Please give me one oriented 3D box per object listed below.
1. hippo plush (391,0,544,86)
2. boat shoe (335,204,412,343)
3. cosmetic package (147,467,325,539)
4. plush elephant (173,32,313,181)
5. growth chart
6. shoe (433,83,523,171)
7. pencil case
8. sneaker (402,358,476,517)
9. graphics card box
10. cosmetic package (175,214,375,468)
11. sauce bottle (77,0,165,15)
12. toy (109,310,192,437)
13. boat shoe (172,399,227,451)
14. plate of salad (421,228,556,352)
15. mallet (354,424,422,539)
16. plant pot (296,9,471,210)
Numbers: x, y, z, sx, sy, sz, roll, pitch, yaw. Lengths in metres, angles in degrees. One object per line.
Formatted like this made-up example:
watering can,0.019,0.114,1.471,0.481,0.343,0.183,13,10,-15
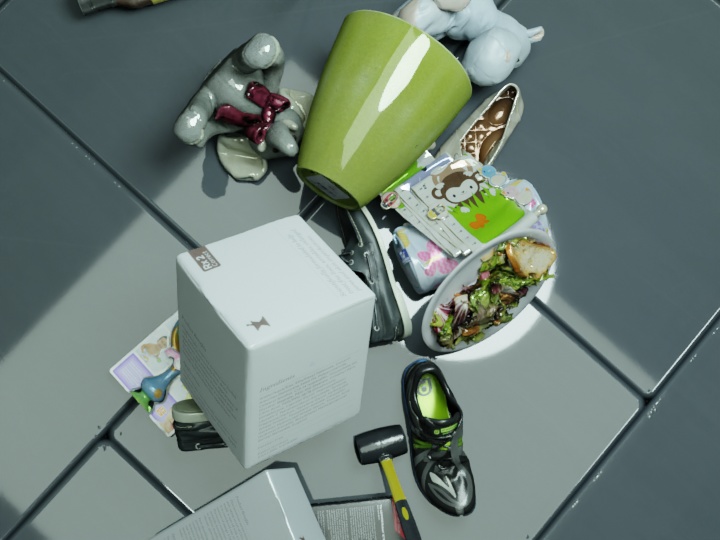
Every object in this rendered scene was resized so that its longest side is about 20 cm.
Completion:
hippo plush,0.138,-0.314,1.264,0.161,0.159,0.200,49,39,-12
boat shoe,-0.001,0.001,1.220,0.066,0.074,0.200,-21,92,-18
cosmetic package,-0.151,0.321,1.119,0.200,0.071,0.102,-32,71,18
plush elephant,-0.129,-0.195,1.213,0.155,0.200,0.165,43,95,-18
growth chart,0.120,-0.088,1.201,0.200,0.018,0.145,36,71,26
shoe,0.149,-0.165,1.263,0.070,0.053,0.200,35,81,3
pencil case,0.141,-0.045,1.230,0.199,0.083,0.091,-22,68,-6
sneaker,0.095,0.208,1.187,0.070,0.083,0.201,-13,82,-4
graphics card box,-0.038,0.348,1.174,0.199,0.051,0.126,-5,81,-4
cosmetic package,-0.101,0.079,1.094,0.165,0.201,0.165,-21,49,-30
sauce bottle,-0.278,-0.386,1.274,0.199,0.065,0.065,-20,82,-6
toy,-0.206,0.100,1.207,0.200,0.047,0.115,-42,87,-8
boat shoe,-0.131,0.196,1.180,0.198,0.074,0.066,0,102,-15
plate of salad,0.162,0.033,1.166,0.200,0.200,0.048,-35,57,-7
mallet,0.056,0.269,1.151,0.066,0.041,0.200,-20,48,-12
plant pot,0.010,-0.181,1.187,0.187,0.187,0.201,30,78,2
